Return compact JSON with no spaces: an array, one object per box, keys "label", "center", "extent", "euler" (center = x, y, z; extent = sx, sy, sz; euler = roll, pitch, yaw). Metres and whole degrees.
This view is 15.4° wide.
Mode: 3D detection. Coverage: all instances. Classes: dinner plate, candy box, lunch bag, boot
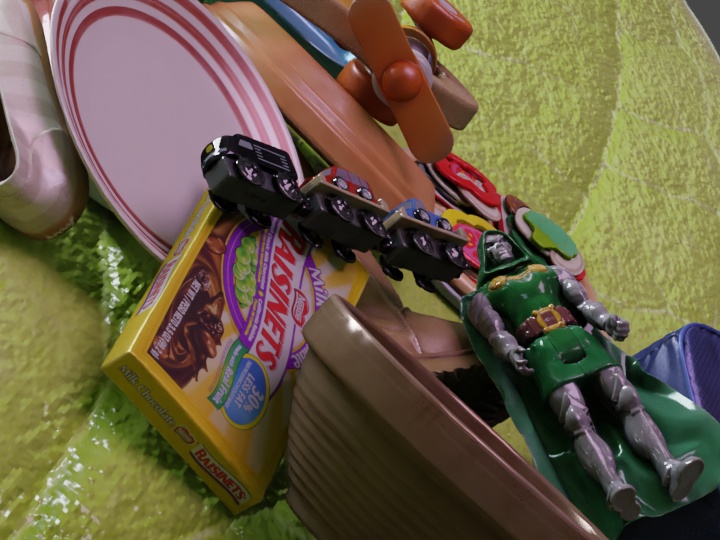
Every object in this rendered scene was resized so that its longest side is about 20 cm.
[{"label":"dinner plate","center":[-0.099,-0.071,1.408],"extent":[0.200,0.024,0.201],"euler":[38,38,-37]},{"label":"candy box","center":[-0.059,0.025,1.342],"extent":[0.102,0.026,0.200],"euler":[51,33,-18]},{"label":"lunch bag","center":[0.191,0.127,1.514],"extent":[0.200,0.132,0.136],"euler":[23,46,-39]},{"label":"boot","center":[0.000,0.000,1.512],"extent":[0.175,0.066,0.200],"euler":[6,41,-53]}]

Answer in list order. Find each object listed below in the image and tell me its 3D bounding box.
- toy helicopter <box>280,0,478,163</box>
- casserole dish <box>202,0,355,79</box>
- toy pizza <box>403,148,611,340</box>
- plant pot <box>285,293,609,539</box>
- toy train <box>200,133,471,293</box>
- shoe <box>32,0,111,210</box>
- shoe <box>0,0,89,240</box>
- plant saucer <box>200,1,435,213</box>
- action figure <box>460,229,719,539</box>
[{"label":"toy helicopter","center":[-0.007,-0.137,1.532],"extent":[0.200,0.079,0.132],"euler":[32,17,-34]},{"label":"casserole dish","center":[-0.067,-0.189,1.781],"extent":[0.200,0.039,0.121],"euler":[44,22,2]},{"label":"toy pizza","center":[0.093,-0.014,1.734],"extent":[0.200,0.032,0.200],"euler":[35,23,-17]},{"label":"plant pot","center":[0.031,0.111,1.291],"extent":[0.201,0.093,0.201],"euler":[41,2,-2]},{"label":"toy train","center":[-0.011,-0.031,1.401],"extent":[0.200,0.034,0.046],"euler":[21,37,-45]},{"label":"shoe","center":[-0.137,-0.123,1.475],"extent":[0.071,0.091,0.200],"euler":[22,29,-39]},{"label":"shoe","center":[-0.197,-0.103,1.369],"extent":[0.053,0.070,0.200],"euler":[26,28,-52]},{"label":"plant saucer","center":[-0.022,-0.093,1.589],"extent":[0.200,0.037,0.200],"euler":[45,1,-1]},{"label":"action figure","center":[0.112,0.051,1.434],"extent":[0.118,0.055,0.200],"euler":[-19,50,-18]}]
